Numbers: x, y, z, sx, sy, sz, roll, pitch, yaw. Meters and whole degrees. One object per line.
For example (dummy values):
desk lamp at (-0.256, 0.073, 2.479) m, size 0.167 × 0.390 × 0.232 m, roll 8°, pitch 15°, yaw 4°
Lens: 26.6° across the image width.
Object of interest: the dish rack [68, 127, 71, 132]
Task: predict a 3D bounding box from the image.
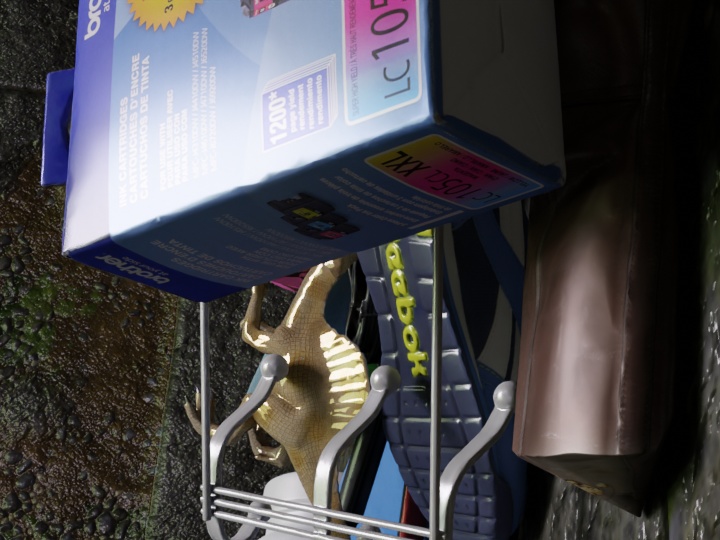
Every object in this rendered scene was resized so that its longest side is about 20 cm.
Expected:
dish rack at (-0.116, -0.129, 0.958) m, size 0.200 × 0.153 × 0.055 m, roll 15°, pitch 143°, yaw 57°

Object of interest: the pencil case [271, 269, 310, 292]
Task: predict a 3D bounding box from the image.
pencil case at (-0.059, -0.030, 1.001) m, size 0.091 × 0.094 × 0.200 m, roll -65°, pitch -13°, yaw 1°

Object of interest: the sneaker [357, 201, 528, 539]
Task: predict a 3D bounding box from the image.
sneaker at (0.053, 0.028, 0.687) m, size 0.074 × 0.082 × 0.200 m, roll 2°, pitch 103°, yaw 50°

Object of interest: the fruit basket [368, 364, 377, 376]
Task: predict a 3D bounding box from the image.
fruit basket at (0.014, 0.019, 1.015) m, size 0.185 × 0.094 × 0.200 m, roll 144°, pitch 136°, yaw -84°

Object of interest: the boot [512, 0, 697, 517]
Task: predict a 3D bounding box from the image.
boot at (0.071, -0.012, 0.559) m, size 0.186 × 0.064 × 0.200 m, roll 134°, pitch 138°, yaw -79°

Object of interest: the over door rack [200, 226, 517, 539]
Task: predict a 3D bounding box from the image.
over door rack at (-0.010, 0.028, 0.636) m, size 0.067 × 0.148 × 0.200 m, roll -21°, pitch -72°, yaw -47°

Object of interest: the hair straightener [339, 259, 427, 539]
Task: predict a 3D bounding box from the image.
hair straightener at (0.006, 0.043, 0.746) m, size 0.041 × 0.077 × 0.200 m, roll -33°, pitch -48°, yaw -69°

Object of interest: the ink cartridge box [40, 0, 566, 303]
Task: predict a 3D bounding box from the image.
ink cartridge box at (-0.032, -0.072, 0.540) m, size 0.200 × 0.076 × 0.137 m, roll -18°, pitch 63°, yaw 38°

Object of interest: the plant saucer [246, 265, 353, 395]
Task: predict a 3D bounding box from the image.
plant saucer at (0.000, 0.000, 0.867) m, size 0.201 × 0.039 × 0.201 m, roll -58°, pitch 5°, yaw 7°

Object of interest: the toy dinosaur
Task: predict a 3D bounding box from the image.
toy dinosaur at (-0.030, 0.070, 0.724) m, size 0.101 × 0.058 × 0.200 m, roll -7°, pitch 86°, yaw 44°

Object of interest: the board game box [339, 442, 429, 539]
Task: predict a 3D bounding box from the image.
board game box at (0.038, 0.154, 0.802) m, size 0.158 × 0.039 × 0.200 m, roll 54°, pitch 134°, yaw 49°

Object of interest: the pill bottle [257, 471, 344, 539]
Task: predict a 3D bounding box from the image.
pill bottle at (-0.031, 0.253, 1.084) m, size 0.116 × 0.116 × 0.200 m, roll 105°, pitch 170°, yaw -61°
